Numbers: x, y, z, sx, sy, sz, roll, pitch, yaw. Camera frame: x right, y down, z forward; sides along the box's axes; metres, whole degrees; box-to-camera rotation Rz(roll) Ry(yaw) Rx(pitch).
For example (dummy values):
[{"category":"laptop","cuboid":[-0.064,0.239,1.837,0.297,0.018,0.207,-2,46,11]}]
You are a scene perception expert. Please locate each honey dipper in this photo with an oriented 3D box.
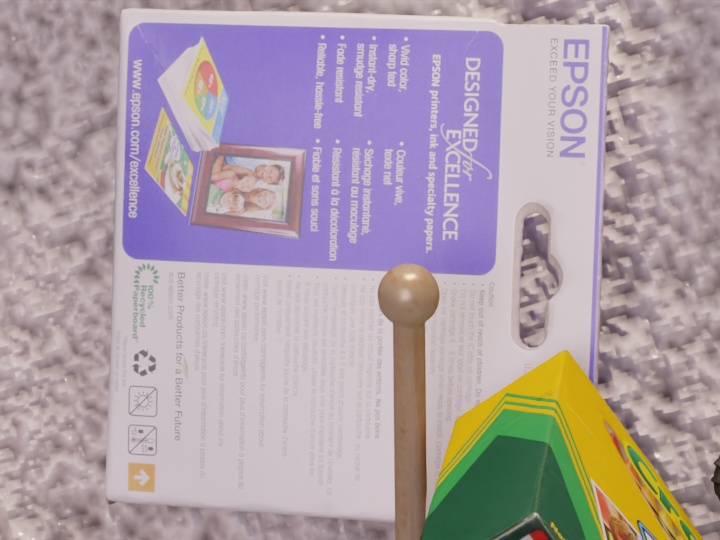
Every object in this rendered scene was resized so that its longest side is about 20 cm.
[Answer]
[{"category":"honey dipper","cuboid":[0.017,0.087,0.916,0.038,0.038,0.201,6,119,16]}]

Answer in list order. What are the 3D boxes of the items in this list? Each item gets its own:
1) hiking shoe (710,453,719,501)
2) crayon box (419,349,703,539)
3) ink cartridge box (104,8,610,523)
[{"category":"hiking shoe","cuboid":[0.230,0.079,0.888,0.199,0.076,0.101,16,86,6]},{"category":"crayon box","cuboid":[0.102,0.144,0.841,0.058,0.173,0.200,-33,98,16]},{"category":"ink cartridge box","cuboid":[0.000,0.000,0.960,0.199,0.043,0.200,3,93,15]}]
